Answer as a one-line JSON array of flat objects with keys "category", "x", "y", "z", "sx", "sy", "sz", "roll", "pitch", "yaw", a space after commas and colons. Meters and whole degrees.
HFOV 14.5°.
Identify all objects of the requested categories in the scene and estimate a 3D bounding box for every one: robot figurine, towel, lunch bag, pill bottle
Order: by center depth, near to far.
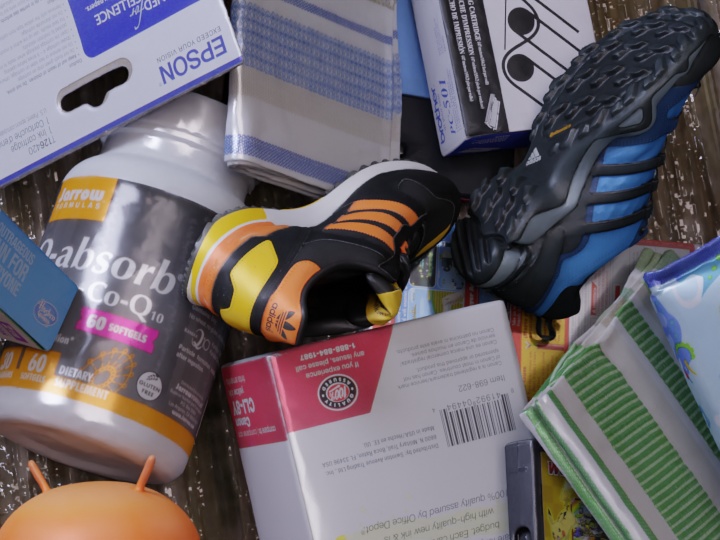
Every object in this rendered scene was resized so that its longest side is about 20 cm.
[{"category": "robot figurine", "x": -0.134, "y": 0.198, "z": 1.489, "sx": 0.117, "sy": 0.144, "sz": 0.200, "roll": -4, "pitch": 89, "yaw": -18}, {"category": "pill bottle", "x": -0.122, "y": 0.007, "z": 1.546, "sx": 0.116, "sy": 0.116, "sz": 0.200, "roll": 18, "pitch": 74, "yaw": -6}, {"category": "towel", "x": 0.169, "y": 0.086, "z": 1.560, "sx": 0.153, "sy": 0.023, "sz": 0.200, "roll": 54, "pitch": 36, "yaw": -7}, {"category": "lunch bag", "x": 0.254, "y": 0.053, "z": 1.567, "sx": 0.127, "sy": 0.200, "sz": 0.170, "roll": -26, "pitch": 82, "yaw": 12}, {"category": "towel", "x": -0.027, "y": -0.136, "z": 1.576, "sx": 0.147, "sy": 0.024, "sz": 0.200, "roll": 16, "pitch": 70, "yaw": -51}]

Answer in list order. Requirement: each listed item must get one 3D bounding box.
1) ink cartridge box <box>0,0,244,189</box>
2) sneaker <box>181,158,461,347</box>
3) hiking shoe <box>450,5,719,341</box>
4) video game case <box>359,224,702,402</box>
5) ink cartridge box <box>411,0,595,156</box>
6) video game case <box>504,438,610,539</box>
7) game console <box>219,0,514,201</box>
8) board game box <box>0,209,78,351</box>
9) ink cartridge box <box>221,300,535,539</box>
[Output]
[{"category": "ink cartridge box", "x": -0.157, "y": -0.168, "z": 1.556, "sx": 0.047, "sy": 0.198, "sz": 0.200, "roll": -8, "pitch": 77, "yaw": -57}, {"category": "sneaker", "x": 0.000, "y": 0.000, "z": 1.519, "sx": 0.090, "sy": 0.070, "sz": 0.200, "roll": 35, "pitch": 33, "yaw": 31}, {"category": "hiking shoe", "x": 0.138, "y": -0.060, "z": 1.594, "sx": 0.087, "sy": 0.074, "sz": 0.200, "roll": 35, "pitch": 101, "yaw": -34}, {"category": "video game case", "x": 0.098, "y": 0.046, "z": 1.628, "sx": 0.200, "sy": 0.017, "sz": 0.143, "roll": 5, "pitch": 76, "yaw": -9}, {"category": "ink cartridge box", "x": 0.077, "y": -0.171, "z": 1.642, "sx": 0.094, "sy": 0.044, "sz": 0.200, "roll": -7, "pitch": 79, "yaw": -20}, {"category": "video game case", "x": 0.157, "y": 0.191, "z": 1.547, "sx": 0.200, "sy": 0.025, "sz": 0.181, "roll": 10, "pitch": 72, "yaw": -43}, {"category": "game console", "x": 0.011, "y": -0.145, "z": 1.652, "sx": 0.177, "sy": 0.031, "sz": 0.200, "roll": 8, "pitch": 76, "yaw": -8}, {"category": "board game box", "x": -0.265, "y": -0.028, "z": 1.467, "sx": 0.200, "sy": 0.153, "sz": 0.040, "roll": 14, "pitch": 70, "yaw": 27}, {"category": "ink cartridge box", "x": 0.022, "y": 0.130, "z": 1.533, "sx": 0.145, "sy": 0.083, "sz": 0.200, "roll": -12, "pitch": 88, "yaw": -25}]
